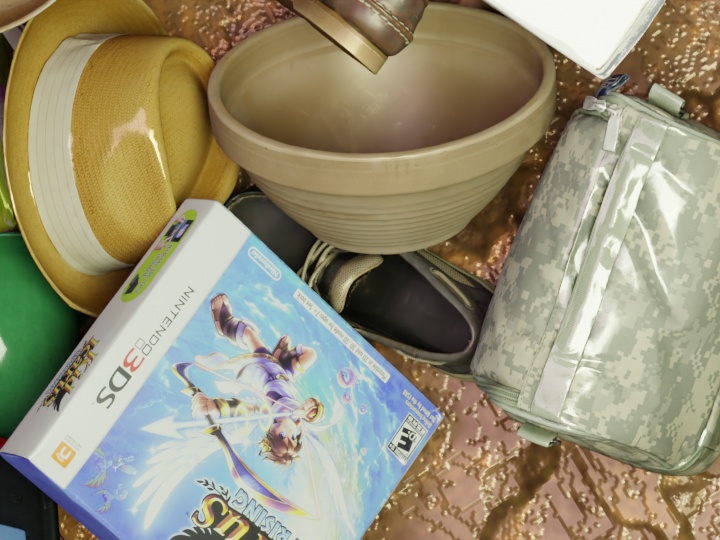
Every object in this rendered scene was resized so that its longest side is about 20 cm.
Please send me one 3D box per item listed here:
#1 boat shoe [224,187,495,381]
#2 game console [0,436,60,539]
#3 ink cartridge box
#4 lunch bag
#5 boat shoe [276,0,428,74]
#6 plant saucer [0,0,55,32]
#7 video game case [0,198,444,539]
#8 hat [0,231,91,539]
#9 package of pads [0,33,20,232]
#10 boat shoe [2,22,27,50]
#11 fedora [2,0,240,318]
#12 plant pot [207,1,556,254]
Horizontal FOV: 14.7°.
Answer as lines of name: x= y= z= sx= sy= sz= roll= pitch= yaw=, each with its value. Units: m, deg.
boat shoe: x=0.000 y=0.000 z=1.636 sx=0.199 sy=0.073 sz=0.075 roll=23 pitch=91 yaw=18
game console: x=-0.259 y=0.169 z=1.664 sx=0.176 sy=0.031 sz=0.201 roll=15 pitch=127 yaw=19
ink cartridge box: x=0.089 y=-0.185 z=1.543 sx=0.145 sy=0.200 sz=0.085 roll=33 pitch=95 yaw=-7
lunch bag: x=0.148 y=0.005 z=1.541 sx=0.139 sy=0.168 sz=0.201 roll=21 pitch=90 yaw=18
boat shoe: x=-0.016 y=-0.172 z=1.595 sx=0.070 sy=0.070 sz=0.200 roll=-53 pitch=36 yaw=2
plant saucer: x=-0.213 y=-0.224 z=1.607 sx=0.199 sy=0.035 sz=0.201 roll=-5 pitch=76 yaw=23
video game case: x=-0.073 y=0.092 z=1.572 sx=0.200 sy=0.045 sz=0.182 roll=43 pitch=72 yaw=-24
hat: x=-0.199 y=0.097 z=1.626 sx=0.166 sy=0.200 sz=0.177 roll=-41 pitch=57 yaw=31
package of pads: x=-0.284 y=-0.096 z=1.736 sx=0.154 sy=0.068 sz=0.201 roll=-19 pitch=80 yaw=15
boat shoe: x=-0.188 y=-0.186 z=1.697 sx=0.200 sy=0.070 sz=0.066 roll=56 pitch=136 yaw=8
fedora: x=-0.126 y=-0.072 z=1.617 sx=0.082 sy=0.200 sz=0.202 roll=-5 pitch=83 yaw=32
plant pot: x=0.015 y=-0.073 z=1.606 sx=0.200 sy=0.201 sz=0.093 roll=6 pitch=123 yaw=17
